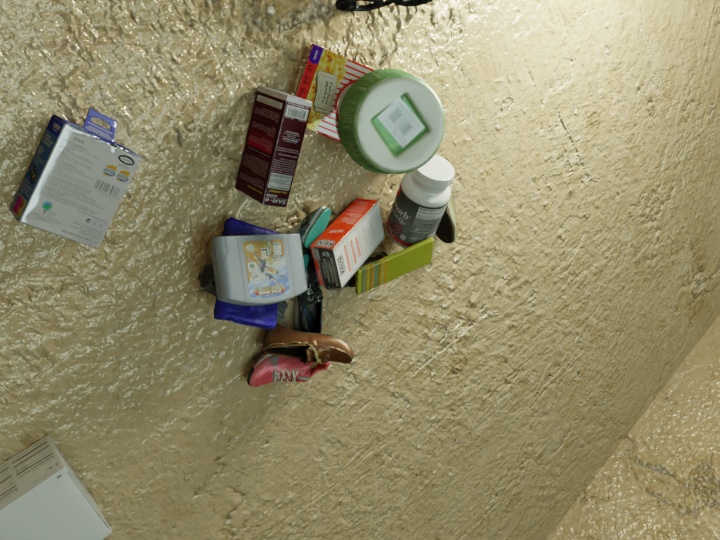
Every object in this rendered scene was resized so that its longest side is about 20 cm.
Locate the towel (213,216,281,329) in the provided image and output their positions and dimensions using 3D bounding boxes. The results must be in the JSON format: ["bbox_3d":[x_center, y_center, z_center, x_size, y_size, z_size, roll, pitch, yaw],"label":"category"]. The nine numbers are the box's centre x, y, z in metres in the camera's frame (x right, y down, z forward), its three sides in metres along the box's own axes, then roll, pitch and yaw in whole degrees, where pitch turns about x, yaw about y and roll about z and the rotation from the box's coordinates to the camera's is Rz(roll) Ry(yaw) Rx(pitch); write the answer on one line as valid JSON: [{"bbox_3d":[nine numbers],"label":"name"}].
[{"bbox_3d":[-0.210,0.008,1.330,0.147,0.049,0.202,17,71,-48],"label":"towel"}]

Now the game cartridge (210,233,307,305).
[{"bbox_3d":[-0.188,-0.001,1.302,0.199,0.041,0.134,-6,82,-44],"label":"game cartridge"}]

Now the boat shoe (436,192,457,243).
[{"bbox_3d":[0.209,-0.160,1.663,0.076,0.071,0.201,-48,137,-33],"label":"boat shoe"}]

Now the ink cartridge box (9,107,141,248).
[{"bbox_3d":[-0.447,-0.154,1.088,0.136,0.076,0.201,24,95,-45],"label":"ink cartridge box"}]

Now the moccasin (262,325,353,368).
[{"bbox_3d":[-0.112,0.173,1.473,0.200,0.078,0.074,17,138,-14],"label":"moccasin"}]

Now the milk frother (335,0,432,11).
[{"bbox_3d":[0.047,-0.590,1.272,0.198,0.181,0.190,-5,79,-9],"label":"milk frother"}]

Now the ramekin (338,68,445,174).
[{"bbox_3d":[0.063,-0.277,1.284,0.198,0.098,0.202,-3,105,-11],"label":"ramekin"}]

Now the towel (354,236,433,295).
[{"bbox_3d":[0.075,-0.011,1.524,0.199,0.018,0.086,-23,146,-19],"label":"towel"}]

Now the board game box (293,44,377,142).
[{"bbox_3d":[-0.028,-0.328,1.327,0.198,0.046,0.153,17,100,-16],"label":"board game box"}]

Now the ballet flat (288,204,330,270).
[{"bbox_3d":[-0.129,-0.051,1.418,0.074,0.074,0.201,24,90,-45],"label":"ballet flat"}]

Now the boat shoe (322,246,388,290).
[{"bbox_3d":[0.000,0.000,1.539,0.199,0.065,0.074,-26,139,-37],"label":"boat shoe"}]

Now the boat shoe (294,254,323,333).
[{"bbox_3d":[-0.110,0.060,1.490,0.070,0.066,0.202,-13,119,-36],"label":"boat shoe"}]

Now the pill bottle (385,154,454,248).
[{"bbox_3d":[0.134,-0.153,1.520,0.115,0.116,0.201,-19,145,-33],"label":"pill bottle"}]

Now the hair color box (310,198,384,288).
[{"bbox_3d":[-0.024,-0.062,1.461,0.200,0.061,0.102,-50,138,-44],"label":"hair color box"}]

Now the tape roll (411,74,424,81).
[{"bbox_3d":[0.070,-0.321,1.456,0.201,0.071,0.204,-18,121,-33],"label":"tape roll"}]

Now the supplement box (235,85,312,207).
[{"bbox_3d":[-0.164,-0.231,1.272,0.061,0.109,0.202,4,109,-42],"label":"supplement box"}]

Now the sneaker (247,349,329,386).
[{"bbox_3d":[-0.153,0.214,1.505,0.199,0.087,0.074,-21,138,-32],"label":"sneaker"}]

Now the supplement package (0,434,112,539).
[{"bbox_3d":[-0.579,0.437,1.239,0.155,0.111,0.201,-33,128,-24],"label":"supplement package"}]

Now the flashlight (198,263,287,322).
[{"bbox_3d":[-0.237,0.047,1.380,0.200,0.067,0.068,35,62,-40],"label":"flashlight"}]
